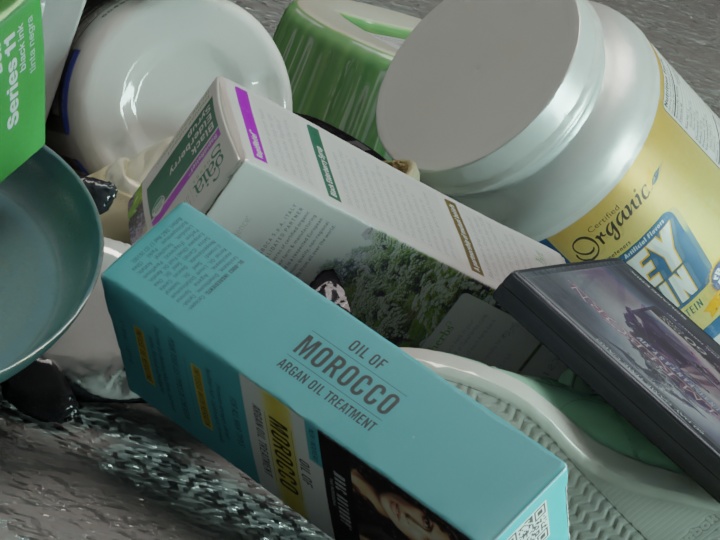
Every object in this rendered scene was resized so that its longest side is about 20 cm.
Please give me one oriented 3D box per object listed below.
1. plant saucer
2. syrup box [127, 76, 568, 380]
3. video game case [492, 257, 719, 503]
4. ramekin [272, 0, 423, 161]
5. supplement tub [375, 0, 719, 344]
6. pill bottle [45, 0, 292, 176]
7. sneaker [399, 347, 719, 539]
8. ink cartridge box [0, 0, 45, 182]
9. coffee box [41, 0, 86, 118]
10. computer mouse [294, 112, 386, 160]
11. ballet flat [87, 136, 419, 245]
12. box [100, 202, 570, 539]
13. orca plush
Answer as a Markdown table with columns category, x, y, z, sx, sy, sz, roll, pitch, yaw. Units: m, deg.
| category | x | y | z | sx | sy | sz | roll | pitch | yaw |
| --- | --- | --- | --- | --- | --- | --- | --- | --- | --- |
| plant saucer | -0.201 | -0.003 | 1.166 | 0.200 | 0.027 | 0.200 | 4 | 38 | -3 |
| syrup box | 0.000 | 0.000 | 1.341 | 0.200 | 0.079 | 0.081 | 27 | 23 | -24 |
| video game case | 0.140 | 0.049 | 1.305 | 0.143 | 0.019 | 0.200 | 42 | 12 | 12 |
| ramekin | 0.027 | -0.092 | 1.790 | 0.200 | 0.098 | 0.200 | 18 | 14 | -5 |
| supplement tub | 0.114 | -0.047 | 1.516 | 0.200 | 0.145 | 0.145 | 41 | -3 | -38 |
| pill bottle | -0.118 | -0.090 | 1.519 | 0.114 | 0.114 | 0.200 | 13 | 2 | -22 |
| sneaker | 0.072 | 0.072 | 1.277 | 0.200 | 0.074 | 0.118 | 25 | 18 | -20 |
| ink cartridge box | -0.235 | -0.052 | 1.134 | 0.146 | 0.083 | 0.200 | 22 | 42 | 19 |
| coffee box | -0.252 | -0.158 | 1.467 | 0.199 | 0.200 | 0.198 | 14 | 14 | -21 |
| computer mouse | 0.000 | -0.022 | 1.623 | 0.200 | 0.046 | 0.140 | 30 | 22 | 21 |
| ballet flat | -0.061 | -0.035 | 1.395 | 0.200 | 0.070 | 0.069 | 3 | 19 | -20 |
| box | -0.009 | 0.060 | 1.146 | 0.200 | 0.082 | 0.049 | 34 | 63 | 27 |
| orca plush | -0.107 | 0.018 | 1.259 | 0.200 | 0.105 | 0.071 | -6 | -16 | -19 |
